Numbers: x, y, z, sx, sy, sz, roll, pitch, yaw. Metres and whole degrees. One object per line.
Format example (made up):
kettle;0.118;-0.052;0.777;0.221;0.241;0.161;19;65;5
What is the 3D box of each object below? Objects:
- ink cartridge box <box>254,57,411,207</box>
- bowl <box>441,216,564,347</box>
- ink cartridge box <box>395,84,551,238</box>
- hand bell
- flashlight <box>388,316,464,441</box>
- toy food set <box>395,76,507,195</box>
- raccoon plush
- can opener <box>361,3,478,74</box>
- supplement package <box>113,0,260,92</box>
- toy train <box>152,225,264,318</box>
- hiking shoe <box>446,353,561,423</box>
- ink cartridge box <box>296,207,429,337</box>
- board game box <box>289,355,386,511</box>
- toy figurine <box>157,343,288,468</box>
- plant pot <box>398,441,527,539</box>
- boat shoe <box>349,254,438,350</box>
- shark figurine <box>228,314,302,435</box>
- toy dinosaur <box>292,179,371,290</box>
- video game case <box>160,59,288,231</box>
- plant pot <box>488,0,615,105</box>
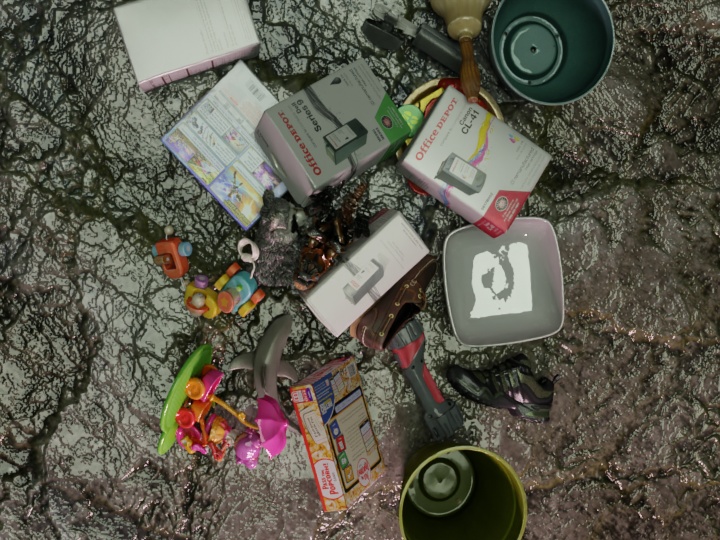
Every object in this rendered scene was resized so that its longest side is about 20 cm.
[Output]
ink cartridge box;-0.043;-0.214;1.537;0.199;0.084;0.147;-33;86;-25
bowl;0.228;0.016;1.630;0.196;0.075;0.204;-8;95;-7
ink cartridge box;0.175;-0.168;1.550;0.198;0.086;0.149;33;83;-5
hand bell;0.165;-0.348;1.545;0.102;0.105;0.203;1;65;-7
flashlight;0.108;0.174;1.632;0.067;0.068;0.202;-24;101;28
toy food set;0.148;-0.214;1.620;0.196;0.049;0.202;-31;97;-4
raccoon plush;-0.160;-0.029;1.538;0.199;0.097;0.134;-41;138;-3
can opener;0.099;-0.370;1.612;0.197;0.053;0.067;27;124;-6
supplement package;-0.265;-0.366;1.527;0.197;0.117;0.119;-18;96;-6
toy train;-0.244;0.010;1.540;0.197;0.056;0.153;2;114;30
hiking shoe;0.236;0.180;1.648;0.197;0.076;0.102;22;82;-17
ink cartridge box;0.000;0.000;1.565;0.199;0.146;0.085;-41;100;-3
board game box;-0.033;0.256;1.574;0.046;0.151;0.204;-13;95;28
toy figurine;-0.204;0.243;1.540;0.182;0.150;0.203;27;112;8
plant pot;0.143;0.357;1.578;0.196;0.193;0.205;0;94;-7
boat shoe;0.069;0.052;1.582;0.200;0.070;0.071;-48;141;-26
shark figurine;-0.136;0.195;1.591;0.126;0.089;0.218;-19;93;-4
toy dinosaur;-0.046;-0.065;1.516;0.100;0.136;0.203;14;59;-10
video game case;-0.187;-0.197;1.582;0.181;0.045;0.200;-44;97;-4
plant pot;0.290;-0.361;1.586;0.196;0.134;0.205;0;93;-6
